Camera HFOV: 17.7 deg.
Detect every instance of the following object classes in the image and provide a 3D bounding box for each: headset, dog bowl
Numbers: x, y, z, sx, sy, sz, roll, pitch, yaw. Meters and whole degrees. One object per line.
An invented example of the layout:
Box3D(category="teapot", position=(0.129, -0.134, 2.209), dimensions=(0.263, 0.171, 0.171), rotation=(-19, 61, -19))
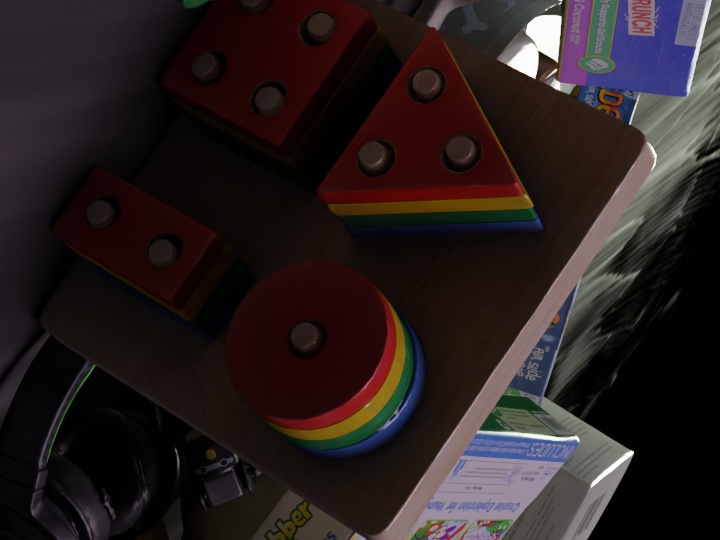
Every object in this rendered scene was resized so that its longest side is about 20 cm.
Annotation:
Box3D(category="headset", position=(-0.123, 0.112, 1.076), dimensions=(0.123, 0.094, 0.200), rotation=(-33, 142, -60))
Box3D(category="dog bowl", position=(0.046, -0.080, 1.319), dimensions=(0.200, 0.059, 0.200), rotation=(-54, 166, -20))

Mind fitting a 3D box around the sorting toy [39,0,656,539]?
Box3D(category="sorting toy", position=(-0.017, -0.023, 0.960), dimensions=(0.200, 0.199, 0.070), rotation=(-55, 151, -9))

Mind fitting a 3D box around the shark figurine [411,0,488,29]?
Box3D(category="shark figurine", position=(0.013, -0.075, 1.164), dimensions=(0.214, 0.089, 0.128), rotation=(-46, 163, -35))

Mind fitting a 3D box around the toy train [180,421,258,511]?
Box3D(category="toy train", position=(-0.074, 0.066, 1.137), dimensions=(0.034, 0.046, 0.200), rotation=(-21, -166, 0))

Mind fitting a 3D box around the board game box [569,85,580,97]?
Box3D(category="board game box", position=(0.101, -0.045, 1.465), dimensions=(0.200, 0.030, 0.096), rotation=(-57, 178, -45))

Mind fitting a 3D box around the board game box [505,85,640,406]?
Box3D(category="board game box", position=(0.122, -0.027, 1.357), dimensions=(0.200, 0.034, 0.135), rotation=(100, 10, -54))

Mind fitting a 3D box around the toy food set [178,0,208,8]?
Box3D(category="toy food set", position=(-0.021, -0.187, 0.869), dimensions=(0.200, 0.049, 0.198), rotation=(-60, 167, 8))

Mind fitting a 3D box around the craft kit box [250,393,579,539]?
Box3D(category="craft kit box", position=(0.004, 0.145, 1.143), dimensions=(0.198, 0.049, 0.200), rotation=(-55, 156, 9))

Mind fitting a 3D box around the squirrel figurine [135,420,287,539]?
Box3D(category="squirrel figurine", position=(-0.087, 0.210, 1.290), dimensions=(0.187, 0.142, 0.200), rotation=(-47, 147, -12))

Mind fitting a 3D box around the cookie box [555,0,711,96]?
Box3D(category="cookie box", position=(0.145, -0.215, 1.162), dimensions=(0.171, 0.075, 0.200), rotation=(89, 7, -67))

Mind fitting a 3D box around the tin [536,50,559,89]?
Box3D(category="tin", position=(0.065, -0.058, 1.484), dimensions=(0.200, 0.042, 0.112), rotation=(-55, 170, -12))

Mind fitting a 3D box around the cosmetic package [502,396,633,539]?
Box3D(category="cosmetic package", position=(0.062, 0.106, 1.487), dimensions=(0.085, 0.200, 0.108), rotation=(-64, 163, 18))
